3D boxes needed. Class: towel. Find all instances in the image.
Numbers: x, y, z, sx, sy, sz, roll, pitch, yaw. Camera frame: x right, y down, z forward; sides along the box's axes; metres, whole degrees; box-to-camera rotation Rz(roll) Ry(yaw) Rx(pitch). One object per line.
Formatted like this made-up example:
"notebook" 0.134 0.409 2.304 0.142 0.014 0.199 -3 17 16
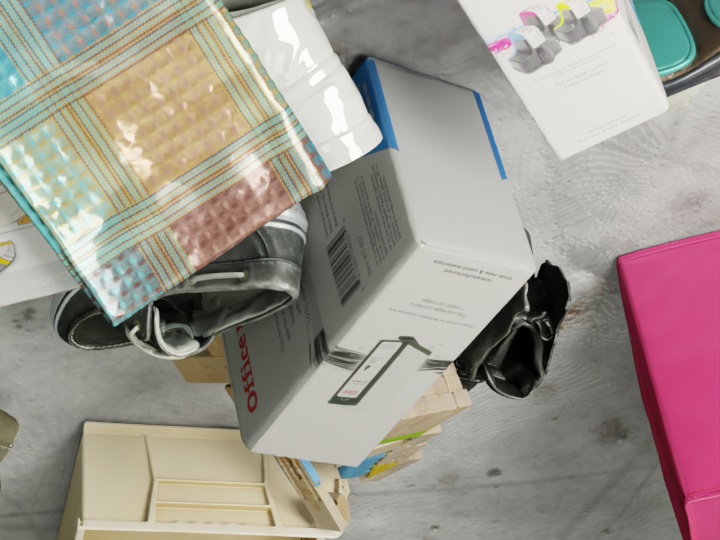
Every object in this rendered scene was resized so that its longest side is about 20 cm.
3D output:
"towel" -0.124 -0.088 0.860 0.147 0.022 0.200 -34 107 -1

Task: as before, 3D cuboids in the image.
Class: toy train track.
"toy train track" -0.057 0.091 1.139 0.115 0.033 0.200 -2 125 46

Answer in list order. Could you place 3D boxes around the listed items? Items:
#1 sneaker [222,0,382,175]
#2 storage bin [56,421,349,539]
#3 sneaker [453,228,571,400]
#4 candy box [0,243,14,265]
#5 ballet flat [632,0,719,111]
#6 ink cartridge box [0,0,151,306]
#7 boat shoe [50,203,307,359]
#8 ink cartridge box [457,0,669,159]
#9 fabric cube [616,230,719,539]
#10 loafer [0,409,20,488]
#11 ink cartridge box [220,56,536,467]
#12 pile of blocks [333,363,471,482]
"sneaker" -0.099 -0.089 0.935 0.200 0.074 0.116 -20 107 18
"storage bin" -0.125 0.212 1.257 0.198 0.094 0.200 5 137 -16
"sneaker" 0.082 0.048 1.101 0.060 0.104 0.200 5 137 -16
"candy box" -0.171 -0.037 1.016 0.200 0.026 0.102 16 129 -26
"ballet flat" 0.192 -0.125 0.955 0.200 0.073 0.073 -20 138 9
"ink cartridge box" -0.223 -0.064 0.898 0.200 0.044 0.174 -13 106 4
"boat shoe" -0.114 0.016 0.998 0.200 0.071 0.072 -26 141 37
"ink cartridge box" 0.080 -0.165 0.850 0.068 0.115 0.200 -24 136 15
"fabric cube" 0.296 0.099 1.129 0.200 0.199 0.196 -14 138 6
"loafer" -0.288 0.161 1.182 0.070 0.075 0.200 15 134 -19
"ink cartridge box" 0.000 0.000 0.999 0.084 0.146 0.200 12 136 -30
"pile of blocks" 0.009 0.095 1.142 0.082 0.062 0.200 -15 163 -16
